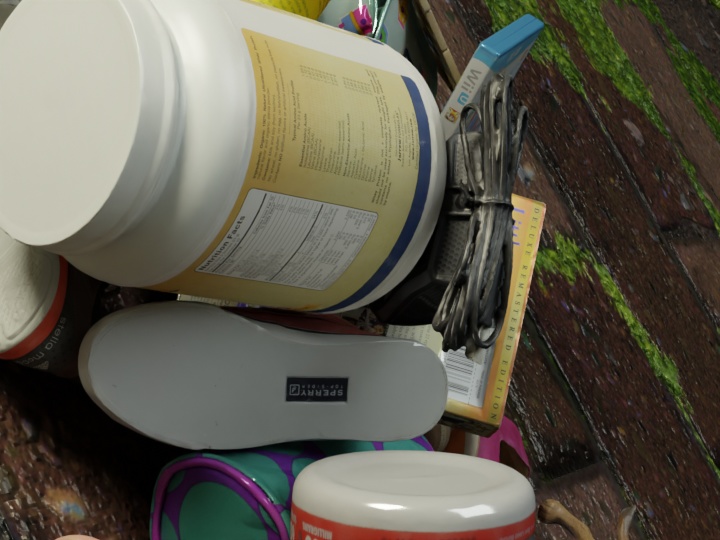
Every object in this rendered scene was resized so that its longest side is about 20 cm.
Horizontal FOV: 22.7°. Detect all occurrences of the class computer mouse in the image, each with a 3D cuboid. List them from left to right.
[{"bbox_3d":[0.052,-0.014,0.936,0.052,0.200,0.140,12,80,-12],"label":"computer mouse"}]

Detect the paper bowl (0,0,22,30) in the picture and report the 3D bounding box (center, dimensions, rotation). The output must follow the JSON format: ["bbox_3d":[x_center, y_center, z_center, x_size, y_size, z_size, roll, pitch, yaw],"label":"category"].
[{"bbox_3d":[-0.197,-0.183,0.931,0.199,0.105,0.201,10,26,-5],"label":"paper bowl"}]

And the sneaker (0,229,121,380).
[{"bbox_3d":[-0.159,-0.028,0.927,0.082,0.077,0.201,38,40,-42],"label":"sneaker"}]

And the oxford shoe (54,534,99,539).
[{"bbox_3d":[-0.092,0.208,0.759,0.201,0.071,0.074,59,27,6],"label":"oxford shoe"}]

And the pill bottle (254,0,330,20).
[{"bbox_3d":[-0.075,-0.161,1.028,0.104,0.104,0.201,45,61,-25],"label":"pill bottle"}]

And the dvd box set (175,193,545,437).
[{"bbox_3d":[0.000,0.000,1.042,0.199,0.029,0.147,16,68,-7],"label":"dvd box set"}]

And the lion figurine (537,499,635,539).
[{"bbox_3d":[0.113,0.201,1.075,0.122,0.199,0.073,43,-37,51],"label":"lion figurine"}]

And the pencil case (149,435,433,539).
[{"bbox_3d":[-0.030,0.128,0.956,0.092,0.085,0.200,42,20,18],"label":"pencil case"}]

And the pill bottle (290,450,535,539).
[{"bbox_3d":[0.022,0.193,0.843,0.116,0.115,0.202,-11,104,-65],"label":"pill bottle"}]

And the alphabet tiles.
[{"bbox_3d":[0.024,-0.213,1.274,0.167,0.006,0.200,63,1,-37],"label":"alphabet tiles"}]

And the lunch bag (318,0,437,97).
[{"bbox_3d":[-0.019,-0.161,1.245,0.171,0.121,0.201,63,5,-65],"label":"lunch bag"}]

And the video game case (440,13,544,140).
[{"bbox_3d":[0.060,-0.082,1.261,0.018,0.201,0.143,32,23,8],"label":"video game case"}]

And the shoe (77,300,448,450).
[{"bbox_3d":[-0.059,0.052,0.926,0.199,0.091,0.072,6,92,-27],"label":"shoe"}]

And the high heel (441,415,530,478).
[{"bbox_3d":[0.083,0.137,1.160,0.096,0.067,0.200,42,5,-10],"label":"high heel"}]

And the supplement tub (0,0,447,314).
[{"bbox_3d":[-0.070,-0.059,0.859,0.199,0.144,0.145,10,50,-46],"label":"supplement tub"}]

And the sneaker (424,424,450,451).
[{"bbox_3d":[-0.026,0.044,1.108,0.201,0.070,0.075,54,35,10],"label":"sneaker"}]
